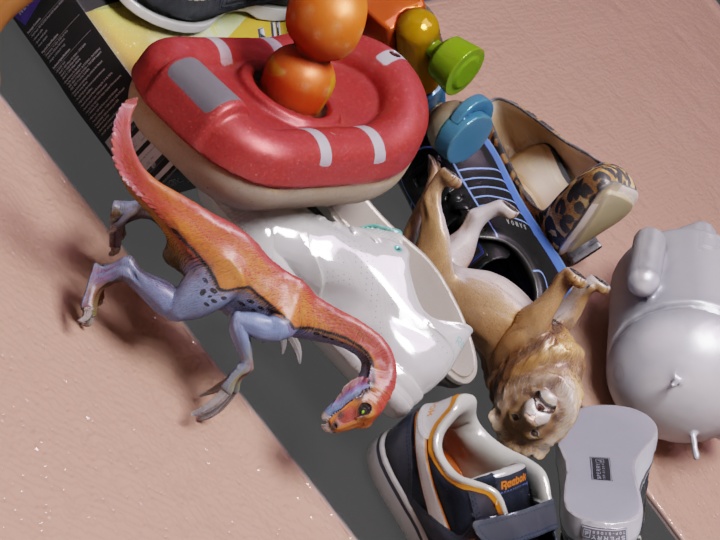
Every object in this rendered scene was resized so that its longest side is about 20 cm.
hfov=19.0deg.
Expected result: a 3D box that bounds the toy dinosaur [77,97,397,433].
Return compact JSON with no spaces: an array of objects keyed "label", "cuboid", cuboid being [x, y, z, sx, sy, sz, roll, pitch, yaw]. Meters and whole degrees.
[{"label":"toy dinosaur","cuboid":[-0.064,0.021,1.222,0.181,0.200,0.105,13,52,4]}]

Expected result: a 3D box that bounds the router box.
[{"label":"router box","cuboid":[-0.114,-0.136,1.413,0.157,0.052,0.200,53,32,9]}]

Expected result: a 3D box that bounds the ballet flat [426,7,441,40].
[{"label":"ballet flat","cuboid":[-0.008,-0.192,1.579,0.200,0.067,0.046,18,17,-47]}]

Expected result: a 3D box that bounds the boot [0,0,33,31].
[{"label":"boot","cuboid":[-0.197,-0.182,1.280,0.154,0.074,0.200,-12,56,-17]}]

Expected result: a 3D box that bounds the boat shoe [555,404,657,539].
[{"label":"boat shoe","cuboid":[0.159,0.148,1.428,0.068,0.057,0.200,5,21,8]}]

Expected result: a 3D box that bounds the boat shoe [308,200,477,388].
[{"label":"boat shoe","cuboid":[0.000,0.000,1.409,0.200,0.057,0.067,53,37,-3]}]

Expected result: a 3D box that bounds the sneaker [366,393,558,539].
[{"label":"sneaker","cuboid":[0.083,0.167,1.294,0.078,0.079,0.200,-13,67,-56]}]

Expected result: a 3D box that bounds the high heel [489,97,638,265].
[{"label":"high heel","cuboid":[0.135,-0.084,1.577,0.143,0.071,0.200,58,-7,9]}]

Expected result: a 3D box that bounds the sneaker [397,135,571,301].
[{"label":"sneaker","cuboid":[0.074,-0.041,1.520,0.200,0.070,0.078,51,24,3]}]

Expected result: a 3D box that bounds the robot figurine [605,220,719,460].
[{"label":"robot figurine","cuboid":[0.238,0.047,1.578,0.170,0.113,0.200,54,27,-27]}]

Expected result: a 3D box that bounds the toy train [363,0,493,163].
[{"label":"toy train","cuboid":[0.035,-0.163,1.435,0.085,0.200,0.116,-39,63,-21]}]

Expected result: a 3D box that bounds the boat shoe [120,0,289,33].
[{"label":"boat shoe","cuboid":[-0.089,-0.202,1.408,0.076,0.060,0.200,53,31,10]}]

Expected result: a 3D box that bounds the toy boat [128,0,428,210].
[{"label":"toy boat","cuboid":[-0.035,-0.119,1.296,0.131,0.131,0.200,43,29,26]}]

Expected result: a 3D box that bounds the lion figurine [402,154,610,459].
[{"label":"lion figurine","cuboid":[0.084,0.025,1.451,0.200,0.123,0.072,43,15,24]}]

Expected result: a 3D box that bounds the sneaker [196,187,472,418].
[{"label":"sneaker","cuboid":[-0.016,-0.007,1.332,0.200,0.088,0.075,47,-12,1]}]
